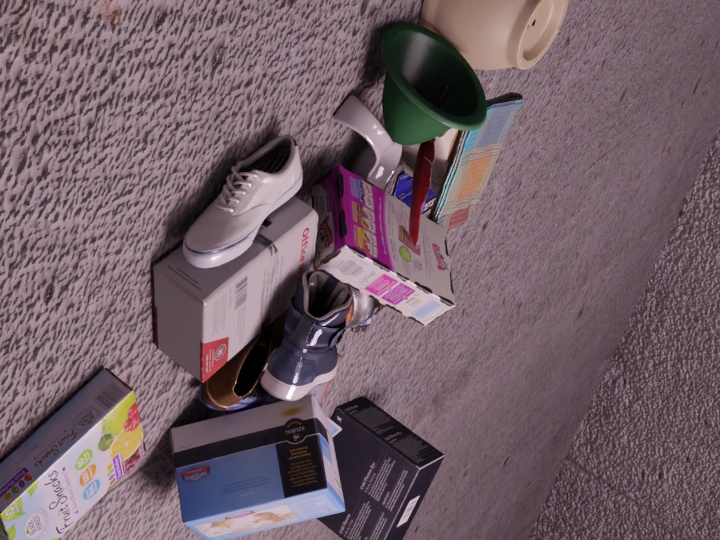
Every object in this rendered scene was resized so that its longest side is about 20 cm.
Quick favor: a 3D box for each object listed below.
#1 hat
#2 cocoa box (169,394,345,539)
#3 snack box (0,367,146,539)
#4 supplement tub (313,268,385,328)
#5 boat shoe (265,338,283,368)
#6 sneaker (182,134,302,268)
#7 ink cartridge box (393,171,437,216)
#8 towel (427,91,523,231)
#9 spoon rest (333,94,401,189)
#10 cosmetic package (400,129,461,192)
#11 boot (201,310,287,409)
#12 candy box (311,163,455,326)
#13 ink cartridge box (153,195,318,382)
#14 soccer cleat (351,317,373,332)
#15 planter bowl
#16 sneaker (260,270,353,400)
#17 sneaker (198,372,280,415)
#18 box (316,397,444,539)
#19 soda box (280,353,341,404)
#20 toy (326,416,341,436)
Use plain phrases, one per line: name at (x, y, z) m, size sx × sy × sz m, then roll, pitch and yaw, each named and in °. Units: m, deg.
hat at (0.049, -0.182, 1.606) m, size 0.176 × 0.164 × 0.202 m, roll -47°, pitch -148°, yaw 37°
cocoa box at (-0.134, 0.265, 1.676) m, size 0.197 × 0.133 × 0.134 m, roll -14°, pitch 155°, yaw 5°
snack box at (-0.333, 0.225, 1.432) m, size 0.200 × 0.053 × 0.143 m, roll -44°, pitch 153°, yaw -30°
supplement tub at (0.000, 0.000, 1.744) m, size 0.199 × 0.122 × 0.124 m, roll -35°, pitch 149°, yaw -44°
boat shoe at (-0.135, 0.094, 1.662) m, size 0.198 × 0.074 × 0.067 m, roll -6°, pitch 102°, yaw -45°
sneaker at (-0.136, -0.084, 1.433) m, size 0.200 × 0.072 × 0.071 m, roll -51°, pitch 150°, yaw -39°
ink cartridge box at (0.071, -0.069, 1.922) m, size 0.094 × 0.037 × 0.202 m, roll -33°, pitch 146°, yaw -46°
towel at (0.155, -0.145, 1.744) m, size 0.146 × 0.022 × 0.202 m, roll -24°, pitch 139°, yaw -55°
spoon rest at (0.016, -0.151, 1.659) m, size 0.100 × 0.060 × 0.200 m, roll -52°, pitch 157°, yaw -12°
cosmetic package at (0.104, -0.183, 1.746) m, size 0.071 × 0.105 × 0.200 m, roll -52°, pitch 159°, yaw -12°
boot at (-0.123, 0.082, 1.582) m, size 0.075 × 0.073 × 0.202 m, roll -21°, pitch -143°, yaw 53°
candy box at (0.029, -0.030, 1.630) m, size 0.199 × 0.138 × 0.061 m, roll 28°, pitch 132°, yaw -34°
ink cartridge box at (-0.147, 0.010, 1.498) m, size 0.200 × 0.082 × 0.148 m, roll -41°, pitch 154°, yaw -36°
soccer cleat at (-0.032, 0.046, 1.828) m, size 0.200 × 0.069 × 0.088 m, roll -9°, pitch 116°, yaw -67°
planter bowl at (0.187, -0.346, 1.665) m, size 0.200 × 0.134 × 0.201 m, roll -45°, pitch 155°, yaw -27°
sneaker at (-0.050, 0.067, 1.584) m, size 0.202 × 0.076 × 0.148 m, roll -45°, pitch 158°, yaw -74°
sneaker at (-0.159, 0.176, 1.712) m, size 0.079 × 0.075 × 0.199 m, roll -57°, pitch 157°, yaw 9°
box at (0.014, 0.354, 2.165) m, size 0.104 × 0.181 × 0.202 m, roll -12°, pitch 132°, yaw -60°
soda box at (-0.102, 0.193, 1.856) m, size 0.063 × 0.068 × 0.202 m, roll -14°, pitch 132°, yaw -56°
toy at (-0.128, 0.275, 1.810) m, size 0.199 × 0.047 × 0.115 m, roll -39°, pitch 132°, yaw 11°
